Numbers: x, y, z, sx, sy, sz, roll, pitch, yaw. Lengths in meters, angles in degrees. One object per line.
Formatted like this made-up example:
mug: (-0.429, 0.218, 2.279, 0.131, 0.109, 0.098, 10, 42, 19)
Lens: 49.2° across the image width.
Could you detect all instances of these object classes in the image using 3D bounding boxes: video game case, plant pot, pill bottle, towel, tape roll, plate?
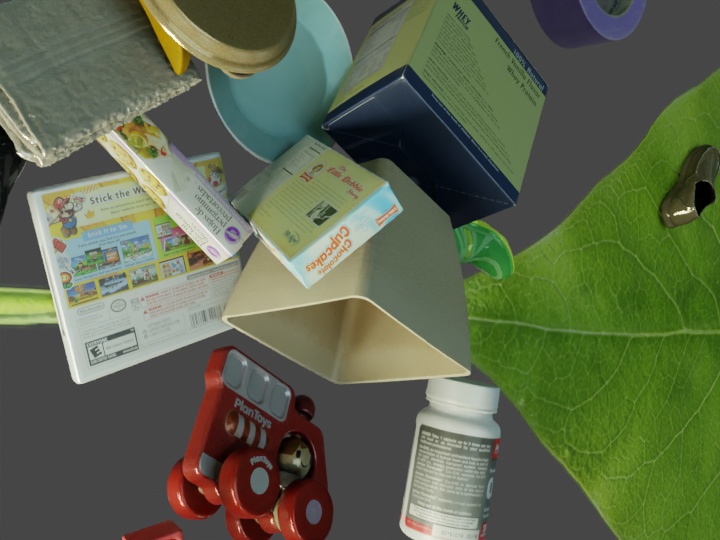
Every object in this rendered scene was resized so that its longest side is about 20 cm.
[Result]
video game case: (-0.210, -0.009, 0.783, 0.197, 0.023, 0.186, -19, 105, -36)
plant pot: (0.000, 0.000, 0.853, 0.199, 0.197, 0.181, 36, 55, -42)
pill bottle: (0.120, 0.244, 1.019, 0.112, 0.113, 0.205, 13, 86, -39)
towel: (-0.245, -0.184, 0.690, 0.134, 0.034, 0.200, 54, 48, -6)
tape roll: (0.340, -0.441, 1.170, 0.197, 0.084, 0.205, -4, 97, -40)
plate: (-0.088, -0.217, 0.867, 0.197, 0.025, 0.206, -5, 97, -40)

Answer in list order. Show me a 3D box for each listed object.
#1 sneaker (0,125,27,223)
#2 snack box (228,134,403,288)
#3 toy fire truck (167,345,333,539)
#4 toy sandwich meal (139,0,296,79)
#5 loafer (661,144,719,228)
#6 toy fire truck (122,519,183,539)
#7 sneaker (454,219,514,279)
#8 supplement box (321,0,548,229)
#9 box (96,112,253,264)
sneaker: (-0.310, -0.081, 0.651, 0.075, 0.087, 0.205, 20, 80, -38)
snack box: (-0.052, -0.066, 0.777, 0.116, 0.200, 0.037, -39, 123, -7)
toy fire truck: (-0.101, 0.196, 0.845, 0.199, 0.111, 0.171, 40, 51, -36)
toy sandwich meal: (-0.149, -0.272, 0.743, 0.202, 0.070, 0.210, 18, 62, -37)
loafer: (0.620, -0.152, 1.435, 0.076, 0.067, 0.201, 51, 63, -30)
toy fire truck: (-0.206, 0.326, 0.735, 0.048, 0.140, 0.205, -8, 99, -38)
sneaker: (0.120, -0.038, 1.027, 0.198, 0.074, 0.085, 34, 70, -27)
supplement box: (0.093, -0.191, 0.906, 0.200, 0.133, 0.202, 42, 52, -26)
box: (-0.188, -0.093, 0.752, 0.200, 0.041, 0.039, 48, 57, -17)
